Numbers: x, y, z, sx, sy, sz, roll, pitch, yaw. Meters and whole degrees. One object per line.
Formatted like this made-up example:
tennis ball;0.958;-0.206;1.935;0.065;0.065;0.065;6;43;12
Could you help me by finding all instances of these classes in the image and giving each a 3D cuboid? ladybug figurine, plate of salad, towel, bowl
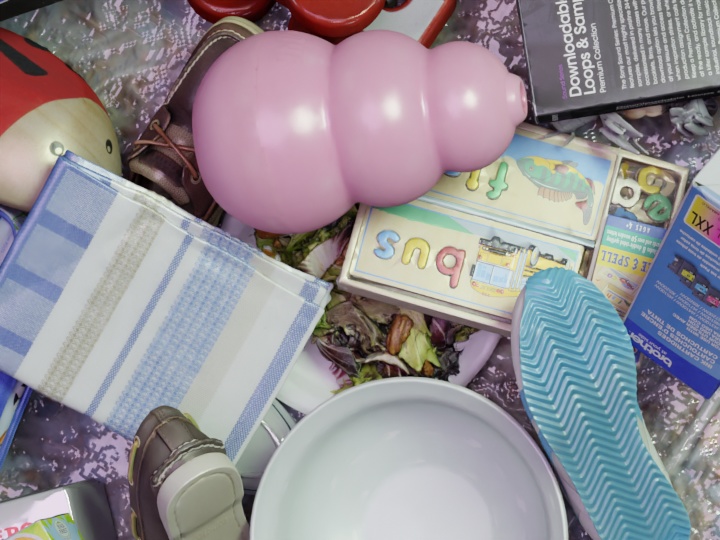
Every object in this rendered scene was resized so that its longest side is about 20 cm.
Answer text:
ladybug figurine;-0.229;-0.105;1.684;0.200;0.135;0.072;35;119;33
plate of salad;0.000;0.000;1.688;0.199;0.048;0.202;0;88;11
towel;-0.133;0.030;1.637;0.199;0.024;0.147;28;96;-16
bowl;0.036;0.166;1.653;0.200;0.090;0.203;0;89;11

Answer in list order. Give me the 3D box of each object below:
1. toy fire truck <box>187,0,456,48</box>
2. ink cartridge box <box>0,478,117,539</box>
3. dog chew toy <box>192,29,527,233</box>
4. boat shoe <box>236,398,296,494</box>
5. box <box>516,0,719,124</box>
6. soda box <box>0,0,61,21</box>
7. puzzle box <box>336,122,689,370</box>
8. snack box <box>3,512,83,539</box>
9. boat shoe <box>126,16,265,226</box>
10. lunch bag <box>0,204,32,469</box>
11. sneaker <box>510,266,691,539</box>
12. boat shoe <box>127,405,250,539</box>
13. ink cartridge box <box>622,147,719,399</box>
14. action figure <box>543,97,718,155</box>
toy fire truck;-0.021;-0.225;1.678;0.199;0.112;0.168;30;76;10
ink cartridge box;-0.222;0.249;1.705;0.144;0.084;0.201;-15;85;10
dog chew toy;0.002;-0.091;1.589;0.199;0.124;0.125;-8;87;14
boat shoe;-0.126;0.083;1.701;0.199;0.067;0.074;31;94;11
box;0.191;-0.174;1.587;0.199;0.036;0.144;-8;81;2
soda box;-0.198;-0.209;1.618;0.199;0.071;0.064;-16;55;23
puzzle box;0.096;-0.026;1.652;0.199;0.025;0.134;15;81;1
snack box;-0.210;0.278;1.625;0.168;0.068;0.201;-30;85;9
boat shoe;-0.113;-0.066;1.675;0.072;0.072;0.201;32;112;10
lunch bag;-0.263;0.046;1.695;0.160;0.075;0.201;27;97;45
sneaker;0.136;0.089;1.610;0.076;0.081;0.201;-23;108;-9
boat shoe;-0.111;0.154;1.647;0.072;0.200;0.060;-28;63;-17
ink cartridge box;0.232;-0.017;1.571;0.076;0.200;0.136;37;57;10
action figure;0.191;-0.148;1.638;0.200;0.069;0.130;-42;71;1
